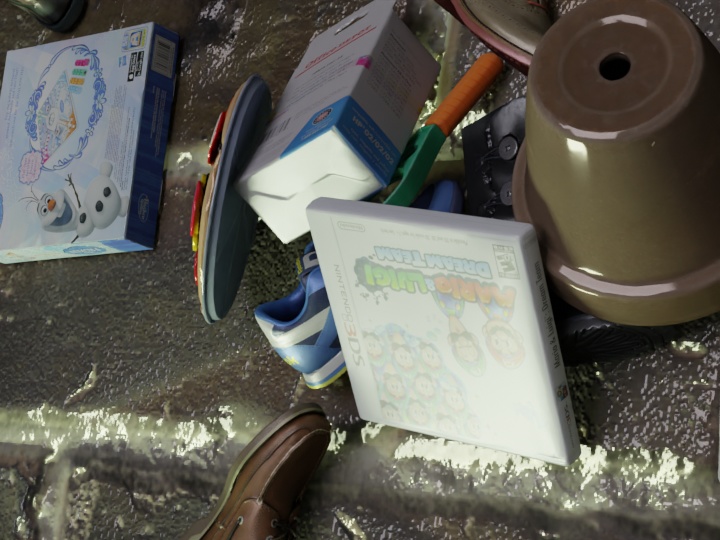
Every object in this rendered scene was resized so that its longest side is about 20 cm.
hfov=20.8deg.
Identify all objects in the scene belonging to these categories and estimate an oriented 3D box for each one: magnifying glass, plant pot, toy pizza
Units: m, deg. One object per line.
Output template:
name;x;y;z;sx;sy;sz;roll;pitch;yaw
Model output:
magnifying glass;0.043;-0.091;1.488;0.200;0.022;0.079;-49;19;-22
plant pot;0.182;-0.089;1.294;0.198;0.175;0.202;-9;59;16
toy pizza;-0.107;-0.058;1.561;0.031;0.200;0.202;11;81;6

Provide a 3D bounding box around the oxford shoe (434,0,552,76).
oxford shoe;0.115;-0.205;1.497;0.075;0.070;0.200;-50;52;8

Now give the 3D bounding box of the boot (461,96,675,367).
boot;0.148;-0.034;1.422;0.164;0.065;0.202;-14;63;34

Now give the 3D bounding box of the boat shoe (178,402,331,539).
boat shoe;-0.075;0.194;1.528;0.068;0.072;0.201;51;118;33

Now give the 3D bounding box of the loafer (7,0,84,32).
loafer;-0.341;-0.295;1.906;0.200;0.063;0.072;35;98;41

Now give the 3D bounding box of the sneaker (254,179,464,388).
sneaker;0.000;0.000;1.502;0.200;0.082;0.074;-47;14;15

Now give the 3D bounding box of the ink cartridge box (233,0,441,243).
ink cartridge box;-0.010;-0.126;1.533;0.115;0.068;0.201;-27;26;37

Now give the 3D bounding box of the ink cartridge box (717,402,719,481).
ink cartridge box;0.328;0.082;1.226;0.199;0.066;0.117;-6;72;38

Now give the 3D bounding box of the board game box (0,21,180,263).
board game box;-0.258;-0.113;1.790;0.198;0.043;0.202;-4;74;38

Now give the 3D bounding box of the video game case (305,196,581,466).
video game case;0.058;0.041;1.399;0.199;0.024;0.183;9;123;41
